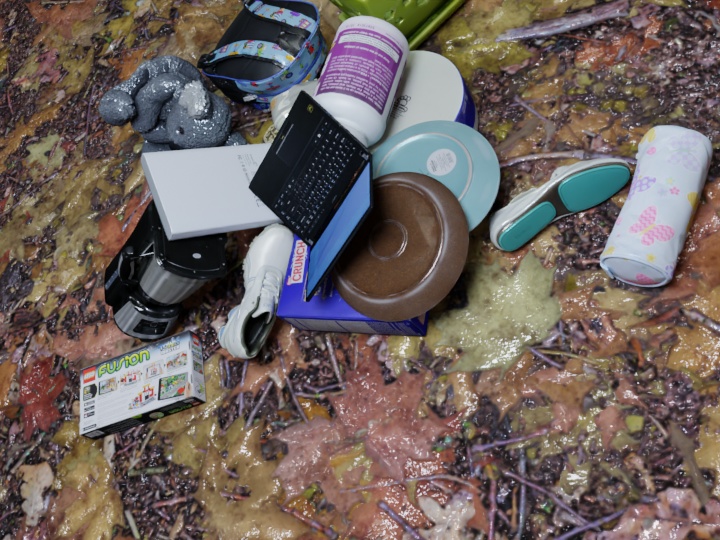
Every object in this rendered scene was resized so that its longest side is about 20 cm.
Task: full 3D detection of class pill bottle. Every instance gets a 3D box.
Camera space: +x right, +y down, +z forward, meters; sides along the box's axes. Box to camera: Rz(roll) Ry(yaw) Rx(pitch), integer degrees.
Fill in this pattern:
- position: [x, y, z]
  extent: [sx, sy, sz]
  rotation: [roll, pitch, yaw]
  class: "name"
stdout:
- position: [-0.008, -0.245, 1.094]
  extent: [0.112, 0.112, 0.200]
  rotation: [7, 68, 27]
  class: "pill bottle"

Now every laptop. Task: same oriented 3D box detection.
- position: [-0.071, -0.096, 1.005]
  extent: [0.200, 0.103, 0.177]
  rotation: [44, 125, 12]
  class: "laptop"

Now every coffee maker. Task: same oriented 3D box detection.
- position: [-0.286, -0.020, 1.155]
  extent: [0.200, 0.135, 0.192]
  rotation: [-42, 27, 42]
  class: "coffee maker"

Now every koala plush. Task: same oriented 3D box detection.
- position: [-0.284, -0.258, 1.283]
  extent: [0.200, 0.177, 0.184]
  rotation: [23, 70, 38]
  class: "koala plush"

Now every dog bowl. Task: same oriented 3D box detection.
- position: [0.071, -0.226, 1.163]
  extent: [0.200, 0.079, 0.200]
  rotation: [-10, 62, 19]
  class: "dog bowl"

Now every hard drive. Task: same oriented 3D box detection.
- position: [-0.196, -0.116, 1.108]
  extent: [0.027, 0.200, 0.132]
  rotation: [-49, 59, 50]
  class: "hard drive"

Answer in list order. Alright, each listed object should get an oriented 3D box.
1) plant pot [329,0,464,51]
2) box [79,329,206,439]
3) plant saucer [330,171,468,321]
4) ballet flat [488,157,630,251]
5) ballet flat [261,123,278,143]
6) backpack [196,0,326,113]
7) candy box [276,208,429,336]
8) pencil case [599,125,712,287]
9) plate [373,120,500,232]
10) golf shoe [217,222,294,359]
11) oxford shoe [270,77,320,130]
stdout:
- position: [0.047, -0.468, 1.235]
  extent: [0.200, 0.181, 0.199]
  rotation: [-45, 55, -2]
  class: "plant pot"
- position: [-0.330, 0.173, 1.170]
  extent: [0.200, 0.035, 0.110]
  rotation: [-20, 59, 15]
  class: "box"
- position: [0.039, -0.036, 0.999]
  extent: [0.200, 0.034, 0.201]
  rotation: [-7, 75, 26]
  class: "plant saucer"
- position: [0.255, -0.100, 1.031]
  extent: [0.200, 0.069, 0.070]
  rotation: [-32, 56, 8]
  class: "ballet flat"
- position: [-0.087, -0.269, 1.276]
  extent: [0.200, 0.046, 0.067]
  rotation: [-39, 55, 2]
  class: "ballet flat"
- position: [-0.136, -0.351, 1.271]
  extent: [0.200, 0.135, 0.183]
  rotation: [19, 72, 40]
  class: "backpack"
- position: [0.000, 0.000, 1.083]
  extent: [0.200, 0.077, 0.169]
  rotation: [1, 67, 24]
  class: "candy box"
- position: [0.362, -0.080, 0.954]
  extent: [0.091, 0.083, 0.200]
  rotation: [15, 72, 28]
  class: "pencil case"
- position: [0.086, -0.121, 1.043]
  extent: [0.200, 0.026, 0.200]
  rotation: [-9, 63, 19]
  class: "plate"
- position: [-0.131, 0.034, 1.098]
  extent: [0.097, 0.078, 0.200]
  rotation: [20, 91, 64]
  class: "golf shoe"
- position: [-0.056, -0.277, 1.216]
  extent: [0.200, 0.075, 0.058]
  rotation: [-28, 71, -22]
  class: "oxford shoe"
